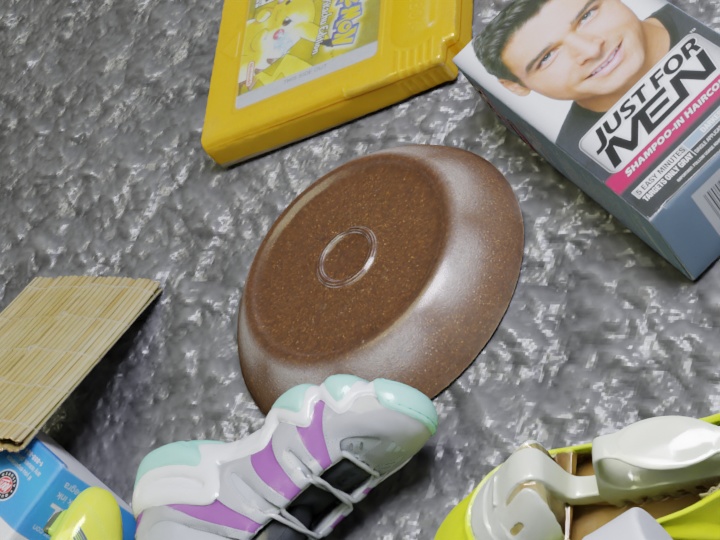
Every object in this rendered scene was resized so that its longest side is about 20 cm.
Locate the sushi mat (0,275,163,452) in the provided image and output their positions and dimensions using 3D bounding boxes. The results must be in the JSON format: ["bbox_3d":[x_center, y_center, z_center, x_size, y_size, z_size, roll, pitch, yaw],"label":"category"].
[{"bbox_3d":[-0.204,0.053,0.928,0.095,0.012,0.200,1,27,18],"label":"sushi mat"}]

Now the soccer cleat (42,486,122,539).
[{"bbox_3d":[-0.148,0.218,0.795,0.083,0.065,0.201,7,72,14],"label":"soccer cleat"}]

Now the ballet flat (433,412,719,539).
[{"bbox_3d":[0.107,0.100,0.682,0.199,0.067,0.067,-17,49,29],"label":"ballet flat"}]

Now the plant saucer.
[{"bbox_3d":[0.000,0.000,0.874,0.200,0.037,0.201,-21,47,24],"label":"plant saucer"}]

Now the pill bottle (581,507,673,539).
[{"bbox_3d":[0.059,0.193,0.612,0.200,0.114,0.114,-37,42,11],"label":"pill bottle"}]

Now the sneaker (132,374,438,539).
[{"bbox_3d":[-0.042,0.144,0.771,0.199,0.078,0.141,-27,45,34],"label":"sneaker"}]

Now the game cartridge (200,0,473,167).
[{"bbox_3d":[-0.014,-0.174,1.025,0.199,0.032,0.177,-19,48,29],"label":"game cartridge"}]

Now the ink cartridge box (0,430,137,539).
[{"bbox_3d":[-0.244,0.186,0.889,0.146,0.084,0.200,26,76,47],"label":"ink cartridge box"}]

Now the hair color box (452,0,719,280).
[{"bbox_3d":[0.145,-0.092,0.808,0.099,0.061,0.200,-44,41,2],"label":"hair color box"}]
